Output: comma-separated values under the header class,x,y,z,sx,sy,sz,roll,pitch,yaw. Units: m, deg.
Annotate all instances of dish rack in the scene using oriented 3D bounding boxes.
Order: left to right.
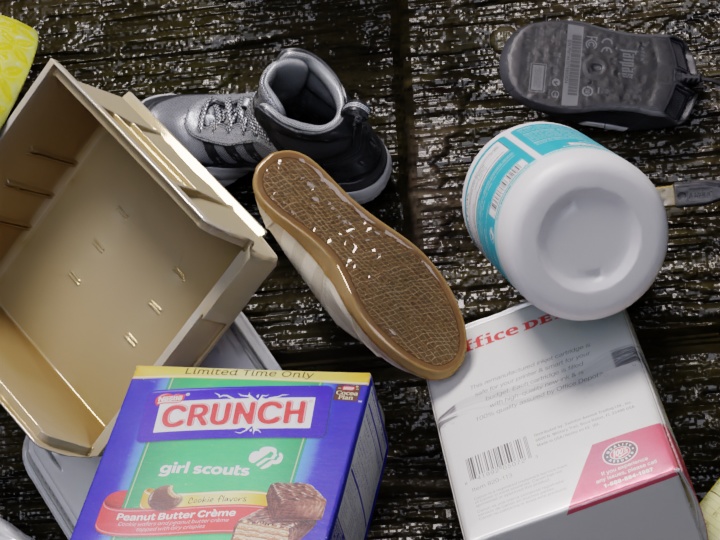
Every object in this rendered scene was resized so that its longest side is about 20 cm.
class,x,y,z,sx,sy,sz,roll,pitch,yaw
dish rack,-0.139,0.130,1.567,0.200,0.044,0.172,-36,70,1

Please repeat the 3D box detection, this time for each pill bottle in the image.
class,x,y,z,sx,sy,sz,roll,pitch,yaw
pill bottle,0.131,-0.040,1.463,0.110,0.200,0.111,-2,103,-7

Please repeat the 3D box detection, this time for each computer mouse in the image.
class,x,y,z,sx,sy,sz,roll,pitch,yaw
computer mouse,0.199,-0.108,1.551,0.199,0.046,0.141,1,72,1

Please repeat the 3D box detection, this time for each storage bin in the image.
class,x,y,z,sx,sy,sz,roll,pitch,yaw
storage bin,-0.191,-0.003,1.521,0.199,0.094,0.200,45,105,28

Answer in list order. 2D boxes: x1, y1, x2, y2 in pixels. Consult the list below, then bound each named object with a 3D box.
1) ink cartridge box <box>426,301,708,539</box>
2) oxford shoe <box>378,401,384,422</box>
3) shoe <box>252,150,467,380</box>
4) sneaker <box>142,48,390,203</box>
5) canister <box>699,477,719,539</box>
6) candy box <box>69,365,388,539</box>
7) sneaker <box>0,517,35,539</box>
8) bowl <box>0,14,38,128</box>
class,x,y,z,sx,sy,sz,roll,pitch,yaw
ink cartridge box,0.133,0.114,1.440,0.146,0.083,0.200,-21,38,7
oxford shoe,-0.065,0.154,1.503,0.200,0.058,0.075,-34,108,-2
shoe,0.000,0.000,1.492,0.070,0.053,0.200,-35,73,-21
sneaker,-0.077,-0.113,1.563,0.199,0.114,0.076,12,61,14
canister,0.267,0.209,1.423,0.148,0.087,0.200,40,89,3
candy box,-0.083,0.152,1.392,0.169,0.077,0.200,0,37,13
sneaker,-0.240,0.266,1.537,0.200,0.075,0.114,43,86,16
bowl,-0.334,-0.120,1.581,0.108,0.200,0.200,33,84,-19
